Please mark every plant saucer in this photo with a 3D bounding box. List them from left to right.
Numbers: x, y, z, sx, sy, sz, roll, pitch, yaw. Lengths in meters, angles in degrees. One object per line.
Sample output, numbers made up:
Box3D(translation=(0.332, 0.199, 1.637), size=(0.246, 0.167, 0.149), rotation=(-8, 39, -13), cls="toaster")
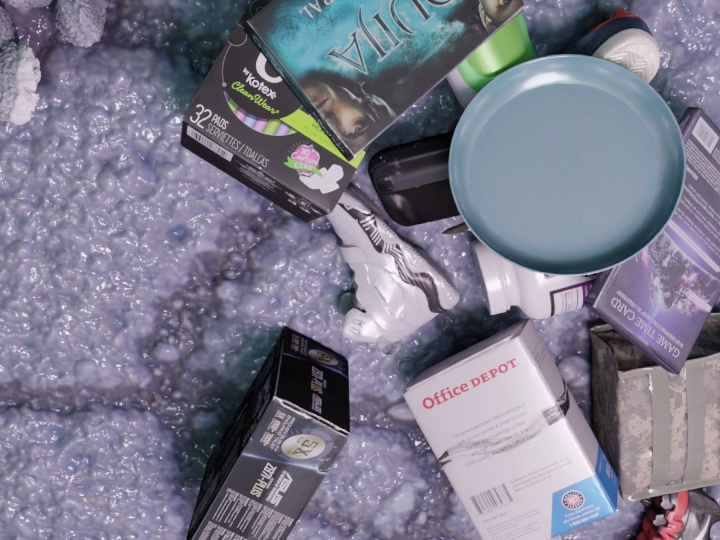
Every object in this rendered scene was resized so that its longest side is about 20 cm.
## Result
Box3D(translation=(0.176, -0.090, 0.714), size=(0.196, 0.027, 0.204), rotation=(-3, 74, 10), cls="plant saucer")

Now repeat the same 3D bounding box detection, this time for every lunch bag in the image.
Box3D(translation=(0.357, 0.139, 0.885), size=(0.196, 0.118, 0.167), rotation=(-10, 114, -1), cls="lunch bag")

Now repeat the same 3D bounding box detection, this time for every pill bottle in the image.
Box3D(translation=(0.215, -0.020, 0.829), size=(0.197, 0.113, 0.114), rotation=(-15, 109, 4), cls="pill bottle")

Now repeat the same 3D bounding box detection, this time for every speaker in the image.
Box3D(translation=(0.094, -0.245, 0.763), size=(0.088, 0.089, 0.202), rotation=(-27, 107, 8), cls="speaker")

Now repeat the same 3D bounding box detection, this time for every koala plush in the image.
Box3D(translation=(-0.321, -0.211, 0.672), size=(0.174, 0.184, 0.203), rotation=(9, 69, -3), cls="koala plush")

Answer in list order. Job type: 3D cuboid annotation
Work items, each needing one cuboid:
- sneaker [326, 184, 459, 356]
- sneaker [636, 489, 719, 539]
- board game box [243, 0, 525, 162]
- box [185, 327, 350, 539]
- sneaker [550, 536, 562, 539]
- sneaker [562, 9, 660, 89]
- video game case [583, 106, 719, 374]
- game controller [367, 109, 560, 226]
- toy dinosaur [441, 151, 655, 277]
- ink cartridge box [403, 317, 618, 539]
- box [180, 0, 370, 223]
Box3D(translation=(0.000, 0.000, 0.848), size=(0.200, 0.075, 0.115), rotation=(41, 101, -17), cls="sneaker")
Box3D(translation=(0.364, 0.340, 0.977), size=(0.096, 0.071, 0.203), rotation=(15, 107, -4), cls="sneaker")
Box3D(translation=(0.023, -0.205, 0.671), size=(0.200, 0.028, 0.136), rotation=(-42, 98, -10), cls="board game box")
Box3D(translation=(-0.093, 0.189, 0.864), size=(0.085, 0.164, 0.202), rotation=(28, 106, -10), cls="box")
Box3D(translation=(0.208, 0.333, 0.981), size=(0.086, 0.075, 0.203), rotation=(-2, 116, -13), cls="sneaker")
Box3D(translation=(0.202, -0.169, 0.806), size=(0.074, 0.085, 0.200), rotation=(31, 130, -24), cls="sneaker")
Box3D(translation=(0.296, -0.023, 0.757), size=(0.142, 0.019, 0.202), rotation=(33, 85, -31), cls="video game case")
Box3D(translation=(0.109, -0.096, 0.808), size=(0.197, 0.043, 0.105), rotation=(-11, 148, 17), cls="game controller")
Box3D(translation=(0.174, -0.052, 0.759), size=(0.197, 0.104, 0.077), rotation=(-11, 145, 11), cls="toy dinosaur")
Box3D(translation=(0.158, 0.173, 0.865), size=(0.143, 0.084, 0.202), rotation=(-29, 90, 23), cls="ink cartridge box")
Box3D(translation=(-0.049, -0.168, 0.732), size=(0.147, 0.124, 0.202), rotation=(31, 82, -11), cls="box")
